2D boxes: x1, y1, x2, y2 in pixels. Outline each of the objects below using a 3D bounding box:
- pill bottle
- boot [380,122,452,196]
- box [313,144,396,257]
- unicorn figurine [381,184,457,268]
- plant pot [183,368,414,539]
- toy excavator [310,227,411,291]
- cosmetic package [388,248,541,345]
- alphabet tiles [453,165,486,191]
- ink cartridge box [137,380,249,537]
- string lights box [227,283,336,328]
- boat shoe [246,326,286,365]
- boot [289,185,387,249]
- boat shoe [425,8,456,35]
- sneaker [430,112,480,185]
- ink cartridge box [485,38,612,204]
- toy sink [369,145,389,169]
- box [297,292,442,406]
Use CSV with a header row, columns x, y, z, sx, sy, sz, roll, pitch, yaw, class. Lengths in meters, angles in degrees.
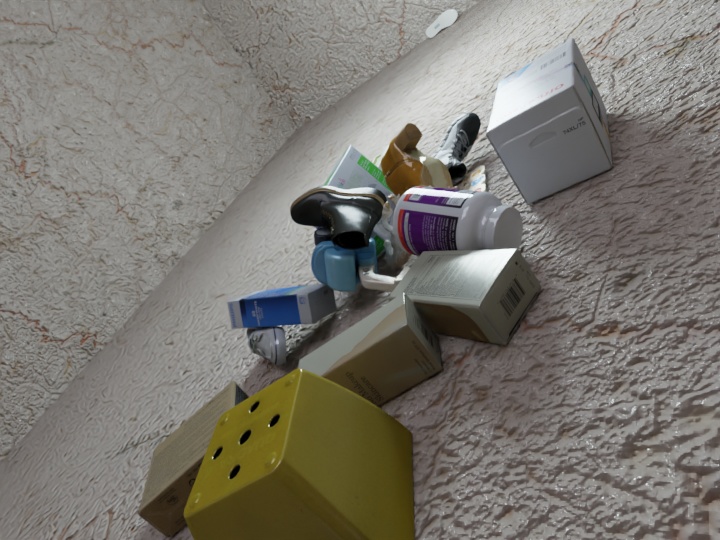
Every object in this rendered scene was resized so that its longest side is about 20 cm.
x,y,z,sx,sy,sz,roll,pitch,yaw,class
0.149,-0.069,0.828,0.197,0.114,0.113,16,57,48,pill bottle
0.112,-0.184,1.091,0.069,0.206,0.144,-17,-17,-25,boot
-0.005,-0.140,1.136,0.097,0.175,0.202,-43,15,40,box
0.093,-0.076,0.973,0.195,0.141,0.074,-9,24,29,unicorn figurine
-0.069,0.234,0.575,0.197,0.178,0.202,-31,23,20,plant pot
0.000,0.000,0.967,0.188,0.103,0.201,-4,26,1,toy excavator
0.139,0.031,0.741,0.106,0.071,0.198,-49,23,-19,cosmetic package
0.171,-0.136,1.072,0.193,0.015,0.202,-30,25,29,alphabet tiles
-0.267,0.311,0.895,0.199,0.075,0.165,-41,21,4,ink cartridge box
-0.157,0.070,1.055,0.194,0.061,0.102,-7,7,27,string lights box
-0.192,0.148,1.057,0.065,0.076,0.199,-2,0,-18,boat shoe
-0.058,-0.090,0.969,0.194,0.079,0.140,-7,36,23,boot
0.415,-1.250,2.661,0.198,0.072,0.069,-30,23,50,boat shoe
0.206,-0.239,1.106,0.202,0.075,0.115,-52,27,1,sneaker
0.310,-0.244,0.866,0.144,0.147,0.202,-22,28,36,ink cartridge box
0.054,-0.212,1.276,0.197,0.113,0.132,-24,27,35,toy sink
0.009,0.132,0.745,0.198,0.095,0.078,-35,23,19,box
